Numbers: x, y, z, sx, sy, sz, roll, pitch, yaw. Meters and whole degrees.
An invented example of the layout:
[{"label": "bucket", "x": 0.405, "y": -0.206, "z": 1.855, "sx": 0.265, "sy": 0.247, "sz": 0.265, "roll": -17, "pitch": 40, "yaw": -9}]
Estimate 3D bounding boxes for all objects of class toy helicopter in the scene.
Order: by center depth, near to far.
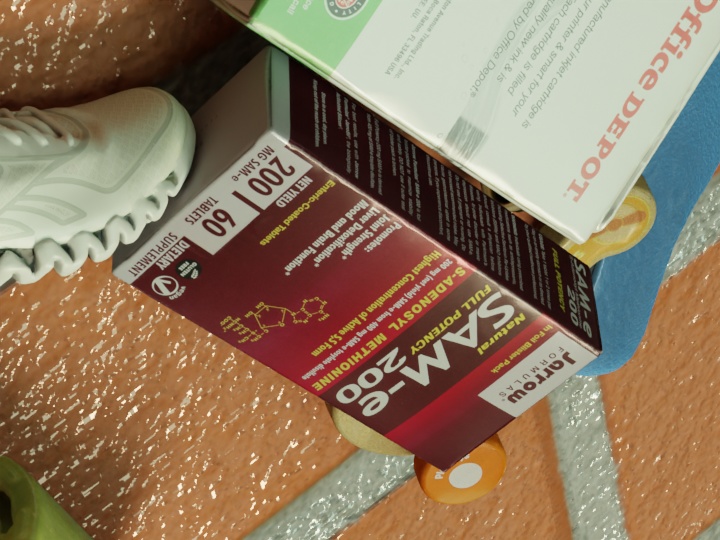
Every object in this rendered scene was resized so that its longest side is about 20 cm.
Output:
[{"label": "toy helicopter", "x": 0.059, "y": 0.016, "z": 1.122, "sx": 0.200, "sy": 0.079, "sz": 0.132, "roll": -43, "pitch": 129, "yaw": 19}]

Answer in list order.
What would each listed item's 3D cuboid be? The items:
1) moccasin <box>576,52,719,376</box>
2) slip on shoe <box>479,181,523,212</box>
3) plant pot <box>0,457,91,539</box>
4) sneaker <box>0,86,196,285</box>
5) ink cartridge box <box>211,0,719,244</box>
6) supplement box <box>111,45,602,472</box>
[{"label": "moccasin", "x": 0.131, "y": -0.045, "z": 1.189, "sx": 0.080, "sy": 0.068, "sz": 0.201, "roll": 12, "pitch": 108, "yaw": -40}, {"label": "slip on shoe", "x": 0.101, "y": -0.119, "z": 1.096, "sx": 0.061, "sy": 0.076, "sz": 0.201, "roll": -33, "pitch": 148, "yaw": -56}, {"label": "plant pot", "x": -0.155, "y": 0.185, "z": 0.978, "sx": 0.200, "sy": 0.200, "sz": 0.185, "roll": -41, "pitch": 128, "yaw": -16}, {"label": "sneaker", "x": -0.152, "y": -0.035, "z": 0.913, "sx": 0.199, "sy": 0.075, "sz": 0.081, "roll": -28, "pitch": 126, "yaw": -29}, {"label": "ink cartridge box", "x": 0.051, "y": -0.125, "z": 0.987, "sx": 0.200, "sy": 0.084, "sz": 0.146, "roll": 32, "pitch": 93, "yaw": -30}, {"label": "supplement box", "x": 0.000, "y": 0.000, "z": 1.009, "sx": 0.200, "sy": 0.061, "sz": 0.109, "roll": 32, "pitch": 124, "yaw": -29}]
